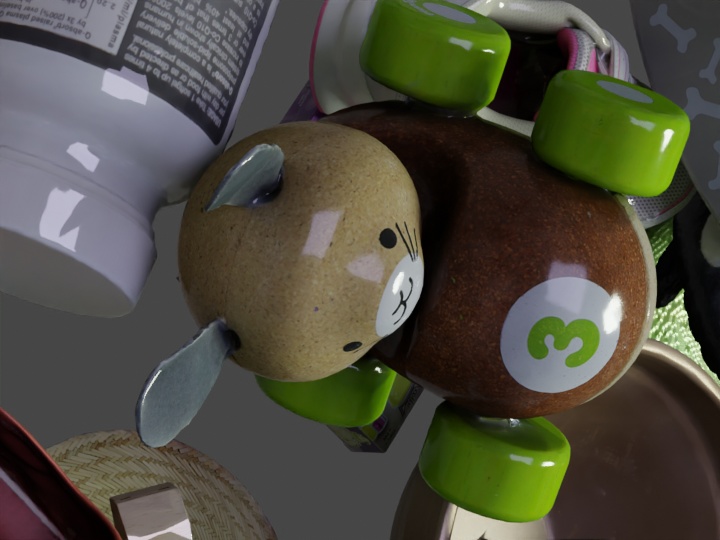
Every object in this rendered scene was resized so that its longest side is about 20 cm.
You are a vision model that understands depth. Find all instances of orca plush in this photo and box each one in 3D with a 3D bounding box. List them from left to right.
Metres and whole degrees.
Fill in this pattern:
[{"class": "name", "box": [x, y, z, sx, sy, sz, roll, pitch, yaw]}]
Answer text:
[{"class": "orca plush", "box": [0.170, 0.012, 1.105, 0.105, 0.071, 0.200, 21, 53, -44]}]

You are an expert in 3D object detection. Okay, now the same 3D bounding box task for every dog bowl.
[{"class": "dog bowl", "box": [0.184, -0.088, 1.052, 0.200, 0.059, 0.200, 42, 37, -42]}]

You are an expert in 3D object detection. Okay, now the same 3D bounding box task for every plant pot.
[{"class": "plant pot", "box": [0.079, 0.127, 1.019, 0.201, 0.093, 0.201, 1, 88, -38]}]

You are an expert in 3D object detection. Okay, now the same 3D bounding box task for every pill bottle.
[{"class": "pill bottle", "box": [-0.093, -0.092, 0.870, 0.116, 0.116, 0.200, 31, 70, -34]}]

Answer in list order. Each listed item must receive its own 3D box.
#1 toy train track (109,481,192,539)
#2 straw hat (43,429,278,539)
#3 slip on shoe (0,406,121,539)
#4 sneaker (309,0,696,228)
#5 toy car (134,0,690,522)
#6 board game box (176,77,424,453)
[{"class": "toy train track", "box": [-0.057, 0.176, 0.843, 0.115, 0.033, 0.200, -14, 103, -20]}, {"class": "straw hat", "box": [-0.077, 0.159, 0.897, 0.201, 0.085, 0.201, 2, 87, -38]}, {"class": "slip on shoe", "box": [-0.152, 0.049, 0.771, 0.200, 0.061, 0.074, 47, 44, -11]}, {"class": "sneaker", "box": [0.078, -0.065, 0.991, 0.200, 0.088, 0.082, 17, 78, -36]}, {"class": "toy car", "box": [0.000, 0.000, 0.835, 0.200, 0.158, 0.165, -9, 122, -58]}, {"class": "board game box", "box": [0.016, -0.036, 1.015, 0.120, 0.032, 0.200, 44, 64, -25]}]
